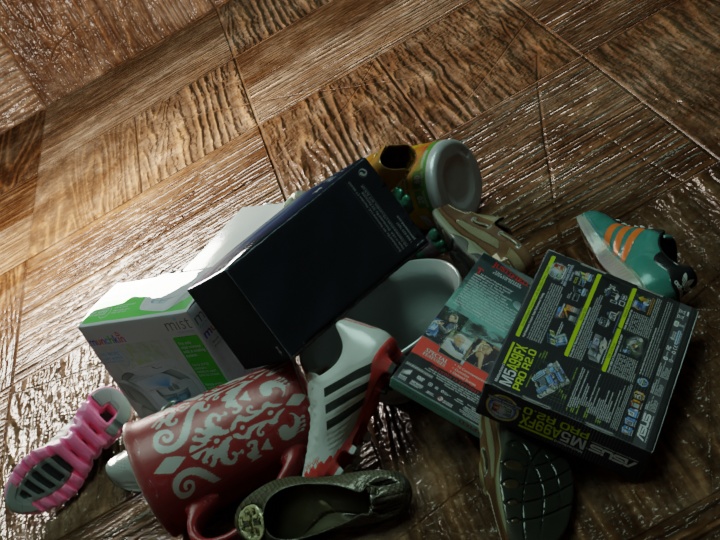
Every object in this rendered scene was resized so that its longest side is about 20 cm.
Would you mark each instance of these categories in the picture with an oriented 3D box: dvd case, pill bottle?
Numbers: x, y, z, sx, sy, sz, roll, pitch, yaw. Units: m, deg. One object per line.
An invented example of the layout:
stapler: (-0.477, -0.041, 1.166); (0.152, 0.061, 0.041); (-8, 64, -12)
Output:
dvd case: (0.140, 0.081, 1.388); (0.145, 0.022, 0.200); (28, 54, 14)
pill bottle: (0.053, -0.105, 1.817); (0.199, 0.112, 0.111); (-7, 34, 40)

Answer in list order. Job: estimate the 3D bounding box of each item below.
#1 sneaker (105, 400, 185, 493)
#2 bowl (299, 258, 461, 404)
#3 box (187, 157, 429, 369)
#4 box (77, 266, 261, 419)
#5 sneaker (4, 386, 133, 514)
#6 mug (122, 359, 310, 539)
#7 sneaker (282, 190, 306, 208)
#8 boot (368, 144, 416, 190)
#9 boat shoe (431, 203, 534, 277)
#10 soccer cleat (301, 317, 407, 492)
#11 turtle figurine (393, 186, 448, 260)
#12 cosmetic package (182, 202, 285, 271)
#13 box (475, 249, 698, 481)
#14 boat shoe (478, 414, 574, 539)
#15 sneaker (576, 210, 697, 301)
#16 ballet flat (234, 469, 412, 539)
sneaker: (-0.217, 0.193, 1.596); (0.199, 0.087, 0.075); (-24, 27, 16)
bowl: (0.039, 0.083, 1.512); (0.200, 0.091, 0.202); (-25, 26, 13)
box: (-0.063, -0.004, 1.476); (0.198, 0.124, 0.200); (-41, 6, -19)
box: (-0.210, 0.097, 1.660); (0.199, 0.177, 0.097); (-7, 33, 39)
sneaker: (-0.372, 0.235, 1.731); (0.200, 0.079, 0.095); (-45, 6, -28)
mug: (-0.131, 0.203, 1.482); (0.199, 0.179, 0.133); (-26, -12, -1)
sneaker: (-0.065, -0.020, 1.759); (0.081, 0.088, 0.201); (-40, 43, 33)
boot: (-0.018, -0.088, 1.679); (0.144, 0.071, 0.201); (-43, -3, 40)
boat shoe: (0.147, -0.030, 1.632); (0.071, 0.076, 0.200); (-29, 34, -6)
soccer cleat: (-0.026, 0.144, 1.396); (0.201, 0.085, 0.069); (-64, -16, 15)
turtle figurine: (0.000, 0.000, 1.651); (0.200, 0.150, 0.101); (-40, 13, -8)
cosmetic package: (-0.168, -0.006, 1.917); (0.112, 0.082, 0.200); (-2, 37, 46)
box: (0.214, 0.082, 1.270); (0.159, 0.045, 0.200); (21, 45, 10)
boat shoe: (0.145, 0.181, 1.247); (0.201, 0.075, 0.074); (-86, 17, -45)
sneaker: (0.291, -0.014, 1.445); (0.079, 0.072, 0.200); (-25, 30, 1)
ballet flat: (-0.043, 0.235, 1.350); (0.198, 0.068, 0.046); (-13, -2, 24)
